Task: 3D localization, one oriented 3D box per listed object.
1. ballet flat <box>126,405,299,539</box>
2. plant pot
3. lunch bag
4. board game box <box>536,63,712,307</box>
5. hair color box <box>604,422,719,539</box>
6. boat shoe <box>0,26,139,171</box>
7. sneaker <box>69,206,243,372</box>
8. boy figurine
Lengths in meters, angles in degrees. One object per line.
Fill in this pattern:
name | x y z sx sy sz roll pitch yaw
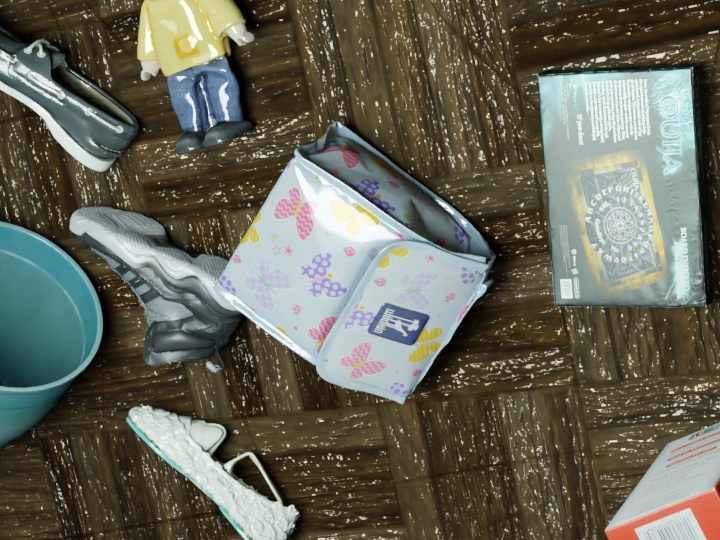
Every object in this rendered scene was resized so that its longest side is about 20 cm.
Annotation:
ballet flat | -0.136 0.190 1.649 0.200 0.072 0.072 44 118 6
plant pot | -0.375 0.087 1.662 0.200 0.200 0.188 42 133 9
lunch bag | 0.000 0.000 1.490 0.199 0.127 0.170 37 119 4
board game box | 0.221 -0.069 1.419 0.134 0.028 0.202 1 104 25
hair color box | 0.276 0.180 1.366 0.101 0.200 0.062 -27 93 29
boat shoe | -0.294 -0.182 1.599 0.200 0.076 0.060 40 113 -13
sneaker | -0.201 0.022 1.615 0.199 0.075 0.115 26 111 14
boy figurine | -0.153 -0.212 1.536 0.124 0.064 0.202 -8 104 29
